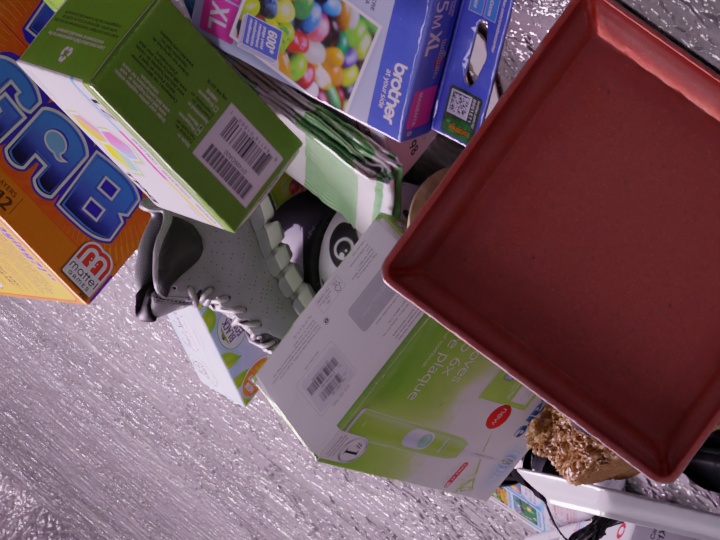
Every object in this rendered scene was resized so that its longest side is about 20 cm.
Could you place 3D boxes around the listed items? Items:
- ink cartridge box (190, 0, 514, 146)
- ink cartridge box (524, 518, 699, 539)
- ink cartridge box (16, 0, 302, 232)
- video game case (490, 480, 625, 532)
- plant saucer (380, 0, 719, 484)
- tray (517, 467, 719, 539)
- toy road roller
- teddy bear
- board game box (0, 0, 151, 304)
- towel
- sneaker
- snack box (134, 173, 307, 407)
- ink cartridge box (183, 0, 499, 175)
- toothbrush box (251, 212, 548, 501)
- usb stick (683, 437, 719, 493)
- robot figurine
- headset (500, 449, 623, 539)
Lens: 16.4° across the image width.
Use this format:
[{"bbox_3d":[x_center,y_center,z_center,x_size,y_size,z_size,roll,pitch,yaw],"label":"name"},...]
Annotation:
[{"bbox_3d":[-0.006,-0.157,1.461,0.200,0.042,0.120,28,119,25],"label":"ink cartridge box"},{"bbox_3d":[0.186,0.279,1.974,0.083,0.146,0.200,28,158,-16],"label":"ink cartridge box"},{"bbox_3d":[-0.152,-0.112,1.586,0.148,0.076,0.200,47,163,-33],"label":"ink cartridge box"},{"bbox_3d":[0.138,0.165,2.050,0.182,0.024,0.200,33,161,19],"label":"video game case"},{"bbox_3d":[0.147,-0.019,1.368,0.200,0.200,0.037,36,-179,9],"label":"plant saucer"},{"bbox_3d":[0.216,0.175,1.779,0.199,0.022,0.107,15,175,-32],"label":"tray"},{"bbox_3d":[0.135,-0.007,1.463,0.200,0.146,0.123,39,168,8],"label":"toy road roller"},{"bbox_3d":[0.185,0.075,1.624,0.200,0.144,0.067,105,153,-66],"label":"teddy bear"},{"bbox_3d":[-0.245,-0.117,1.845,0.200,0.200,0.200,48,160,-24],"label":"board game box"},{"bbox_3d":[-0.057,-0.092,1.620,0.200,0.023,0.153,34,166,11],"label":"towel"},{"bbox_3d":[-0.093,0.027,1.689,0.201,0.115,0.075,64,159,-6],"label":"sneaker"},{"bbox_3d":[-0.087,-0.006,1.894,0.053,0.142,0.200,29,159,27],"label":"snack box"},{"bbox_3d":[-0.012,-0.135,1.572,0.200,0.067,0.116,30,159,27],"label":"ink cartridge box"},{"bbox_3d":[0.050,0.061,1.649,0.200,0.146,0.086,19,-156,-53],"label":"toothbrush box"},{"bbox_3d":[0.287,0.139,1.688,0.055,0.033,0.200,39,163,-26],"label":"usb stick"},{"bbox_3d":[-0.002,-0.001,1.770,0.150,0.125,0.200,32,166,-23],"label":"robot figurine"},{"bbox_3d":[0.136,0.126,1.857,0.123,0.094,0.200,12,133,57],"label":"headset"}]
